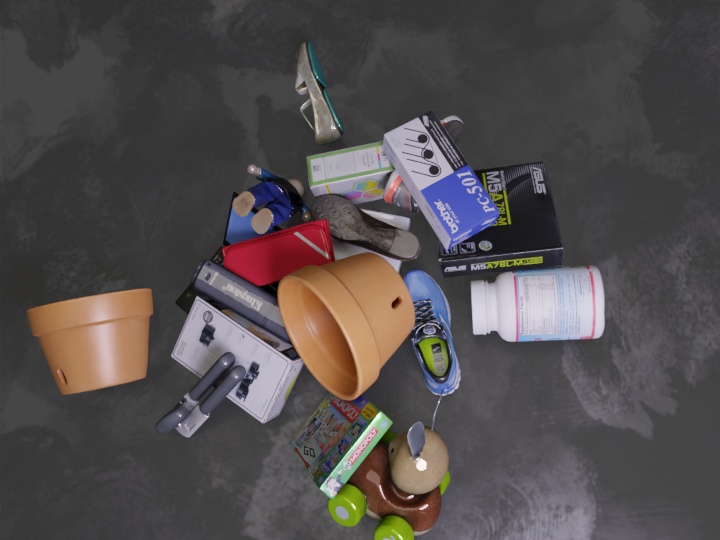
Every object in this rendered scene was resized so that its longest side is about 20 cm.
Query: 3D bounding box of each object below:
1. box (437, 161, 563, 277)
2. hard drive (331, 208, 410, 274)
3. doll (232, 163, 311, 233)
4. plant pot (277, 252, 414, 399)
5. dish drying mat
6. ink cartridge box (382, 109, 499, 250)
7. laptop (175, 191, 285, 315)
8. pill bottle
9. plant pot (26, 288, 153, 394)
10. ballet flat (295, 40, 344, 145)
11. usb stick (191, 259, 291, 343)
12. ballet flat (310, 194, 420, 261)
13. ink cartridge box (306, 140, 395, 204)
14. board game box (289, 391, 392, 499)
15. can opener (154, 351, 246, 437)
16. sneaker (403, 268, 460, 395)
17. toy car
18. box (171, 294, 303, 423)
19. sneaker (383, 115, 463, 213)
[{"bbox_3d":[0.214,-0.083,1.287,0.188,0.048,0.203,-7,47,10],"label":"box"},{"bbox_3d":[0.000,0.000,1.348,0.128,0.027,0.205,11,75,12],"label":"hard drive"},{"bbox_3d":[-0.139,-0.122,1.325,0.136,0.200,0.049,43,113,3],"label":"doll"},{"bbox_3d":[-0.013,0.067,1.199,0.138,0.202,0.201,-31,69,-28],"label":"plant pot"},{"bbox_3d":[-0.134,-0.022,1.291,0.195,0.018,0.079,-14,88,23],"label":"dish drying mat"},{"bbox_3d":[0.122,-0.142,1.249,0.092,0.044,0.203,-27,72,-13],"label":"ink cartridge box"},{"bbox_3d":[-0.198,0.014,1.335,0.176,0.104,0.201,36,80,18],"label":"laptop"},{"bbox_3d":[0.269,0.053,1.245,0.194,0.109,0.112,-3,73,9],"label":"pill bottle"},{"bbox_3d":[-0.425,0.116,1.306,0.195,0.200,0.144,-11,88,6],"label":"plant pot"},{"bbox_3d":[-0.086,-0.315,1.437,0.061,0.067,0.204,-23,71,12],"label":"ballet flat"},{"bbox_3d":[-0.179,0.048,1.294,0.197,0.033,0.056,29,92,7],"label":"usb stick"},{"bbox_3d":[0.008,-0.066,1.324,0.196,0.046,0.069,22,83,10],"label":"ballet flat"},{"bbox_3d":[0.015,-0.163,1.352,0.194,0.104,0.061,-12,72,5],"label":"ink cartridge box"},{"bbox_3d":[-0.034,0.243,1.201,0.029,0.199,0.135,41,83,-17],"label":"board game box"},{"bbox_3d":[-0.250,0.204,1.269,0.053,0.066,0.200,47,120,3],"label":"can opener"},{"bbox_3d":[0.112,0.089,1.269,0.077,0.089,0.205,-17,72,2],"label":"sneaker"},{"bbox_3d":[0.062,0.263,1.140,0.155,0.204,0.164,28,35,16],"label":"toy car"},{"bbox_3d":[-0.196,0.138,1.301,0.197,0.060,0.119,30,103,17],"label":"box"},{"bbox_3d":[0.121,-0.166,1.323,0.081,0.078,0.201,34,69,16],"label":"sneaker"}]
